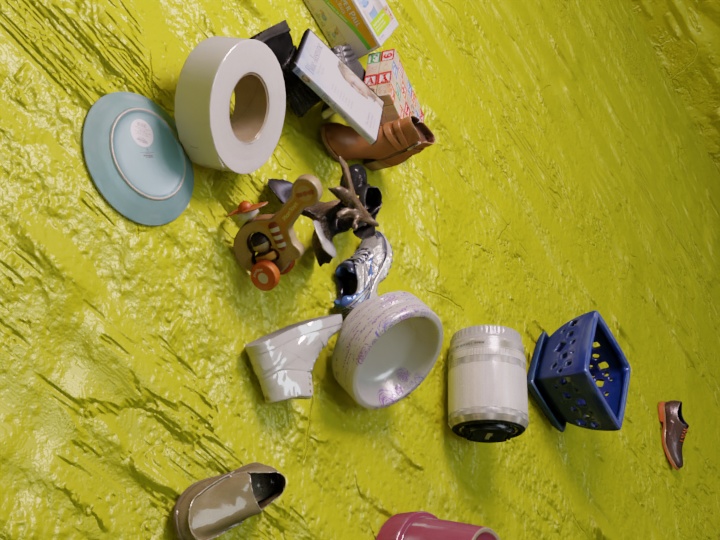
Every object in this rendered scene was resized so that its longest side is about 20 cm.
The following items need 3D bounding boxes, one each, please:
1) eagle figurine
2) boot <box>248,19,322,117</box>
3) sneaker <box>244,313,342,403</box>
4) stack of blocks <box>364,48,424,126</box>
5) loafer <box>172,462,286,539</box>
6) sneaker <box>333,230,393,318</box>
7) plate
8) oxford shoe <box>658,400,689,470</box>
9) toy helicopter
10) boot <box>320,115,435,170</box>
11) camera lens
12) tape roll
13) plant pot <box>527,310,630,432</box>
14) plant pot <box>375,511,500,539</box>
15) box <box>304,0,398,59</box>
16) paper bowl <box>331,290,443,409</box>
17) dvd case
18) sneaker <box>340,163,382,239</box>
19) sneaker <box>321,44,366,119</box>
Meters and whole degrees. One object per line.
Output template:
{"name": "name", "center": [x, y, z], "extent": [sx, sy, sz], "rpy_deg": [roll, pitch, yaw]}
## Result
{"name": "eagle figurine", "center": [-0.062, -0.089, 1.447], "extent": [0.149, 0.198, 0.155], "rpy_deg": [7, 80, -43]}
{"name": "boot", "center": [-0.143, -0.331, 1.515], "extent": [0.160, 0.078, 0.211], "rpy_deg": [62, 37, -15]}
{"name": "sneaker", "center": [-0.093, 0.145, 1.409], "extent": [0.198, 0.073, 0.118], "rpy_deg": [-21, 95, -45]}
{"name": "stack of blocks", "center": [0.069, -0.325, 1.760], "extent": [0.201, 0.057, 0.117], "rpy_deg": [55, 36, -52]}
{"name": "loafer", "center": [-0.178, 0.315, 1.225], "extent": [0.199, 0.067, 0.078], "rpy_deg": [-23, 95, -54]}
{"name": "sneaker", "center": [0.000, 0.000, 1.580], "extent": [0.085, 0.076, 0.203], "rpy_deg": [37, 49, -32]}
{"name": "plate", "center": [-0.312, -0.166, 1.276], "extent": [0.199, 0.025, 0.204], "rpy_deg": [23, 59, -46]}
{"name": "oxford shoe", "center": [0.939, 0.487, 2.617], "extent": [0.071, 0.072, 0.205], "rpy_deg": [11, 68, -51]}
{"name": "toy helicopter", "center": [-0.130, -0.077, 1.343], "extent": [0.132, 0.200, 0.079], "rpy_deg": [42, 31, -1]}
{"name": "boot", "center": [0.033, -0.254, 1.653], "extent": [0.198, 0.153, 0.075], "rpy_deg": [12, 67, -50]}
{"name": "camera lens", "center": [0.251, 0.229, 1.745], "extent": [0.159, 0.158, 0.204], "rpy_deg": [28, 56, -43]}
{"name": "tape roll", "center": [-0.197, -0.253, 1.357], "extent": [0.202, 0.070, 0.207], "rpy_deg": [-37, 133, -53]}
{"name": "plant pot", "center": [0.501, 0.245, 2.050], "extent": [0.201, 0.178, 0.202], "rpy_deg": [52, 41, -24]}
{"name": "plant pot", "center": [0.143, 0.505, 1.480], "extent": [0.199, 0.177, 0.204], "rpy_deg": [25, 57, -46]}
{"name": "box", "center": [-0.029, -0.527, 1.723], "extent": [0.202, 0.100, 0.113], "rpy_deg": [57, 39, -21]}
{"name": "paper bowl", "center": [0.038, 0.127, 1.505], "extent": [0.198, 0.104, 0.204], "rpy_deg": [-23, 132, -28]}
{"name": "dvd case", "center": [-0.036, -0.327, 1.558], "extent": [0.199, 0.017, 0.144], "rpy_deg": [40, 34, -22]}
{"name": "sneaker", "center": [0.004, -0.131, 1.609], "extent": [0.060, 0.103, 0.202], "rpy_deg": [47, 44, -29]}
{"name": "sneaker", "center": [-0.049, -0.361, 1.665], "extent": [0.100, 0.070, 0.201], "rpy_deg": [56, 34, -19]}
